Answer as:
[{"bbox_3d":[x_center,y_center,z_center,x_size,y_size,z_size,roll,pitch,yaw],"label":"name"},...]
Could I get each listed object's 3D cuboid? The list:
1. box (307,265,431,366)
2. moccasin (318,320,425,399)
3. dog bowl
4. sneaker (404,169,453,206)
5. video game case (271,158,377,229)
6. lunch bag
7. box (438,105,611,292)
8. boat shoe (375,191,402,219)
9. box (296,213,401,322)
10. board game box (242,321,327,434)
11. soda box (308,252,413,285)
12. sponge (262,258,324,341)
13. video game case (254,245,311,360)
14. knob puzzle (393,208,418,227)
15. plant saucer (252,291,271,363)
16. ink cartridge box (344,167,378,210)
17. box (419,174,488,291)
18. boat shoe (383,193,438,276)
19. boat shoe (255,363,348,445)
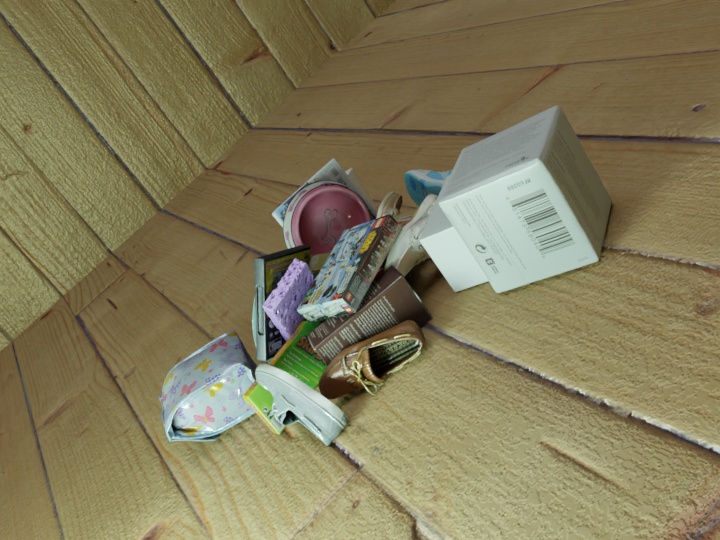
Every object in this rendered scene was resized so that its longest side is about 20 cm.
[{"bbox_3d":[0.015,0.096,1.561,0.199,0.101,0.075,-38,22,0],"label":"box"},{"bbox_3d":[0.019,0.158,1.488,0.198,0.075,0.078,-24,16,8],"label":"moccasin"},{"bbox_3d":[-0.062,-0.089,1.879,0.200,0.201,0.074,-42,8,-10],"label":"dog bowl"},{"bbox_3d":[0.183,-0.178,1.826,0.129,0.081,0.199,-26,29,-20],"label":"sneaker"},{"bbox_3d":[-0.061,-0.105,1.928,0.182,0.201,0.023,-42,9,-10],"label":"video game case"},{"bbox_3d":[-0.292,0.236,1.735,0.198,0.129,0.170,-30,24,-5],"label":"lunch bag"},{"bbox_3d":[0.268,-0.112,1.439,0.198,0.200,0.172,-20,28,37],"label":"box"},{"bbox_3d":[0.064,-0.085,1.879,0.068,0.074,0.202,9,50,16],"label":"boat shoe"},{"bbox_3d":[-0.019,-0.003,1.596,0.136,0.040,0.202,-16,36,50],"label":"box"},{"bbox_3d":[-0.118,0.183,1.603,0.030,0.096,0.201,-2,42,54],"label":"board game box"},{"bbox_3d":[0.000,0.000,1.716,0.196,0.069,0.064,-9,29,8],"label":"soda box"},{"bbox_3d":[-0.108,0.080,1.653,0.029,0.201,0.112,19,64,29],"label":"sponge"},{"bbox_3d":[-0.142,0.056,1.674,0.025,0.185,0.199,3,9,21],"label":"video game case"},{"bbox_3d":[0.132,-0.092,1.785,0.215,0.031,0.220,-13,16,4],"label":"knob puzzle"},{"bbox_3d":[-0.149,0.083,1.747,0.038,0.204,0.202,4,40,20],"label":"plant saucer"},{"bbox_3d":[-0.078,-0.117,2.055,0.198,0.126,0.129,-27,18,25],"label":"ink cartridge box"},{"bbox_3d":[0.198,-0.082,1.588,0.096,0.125,0.201,-20,28,36],"label":"box"},{"bbox_3d":[0.111,-0.053,1.628,0.068,0.071,0.202,23,65,23],"label":"boat shoe"},{"bbox_3d":[-0.112,0.222,1.480,0.199,0.070,0.072,26,70,32],"label":"boat shoe"}]
